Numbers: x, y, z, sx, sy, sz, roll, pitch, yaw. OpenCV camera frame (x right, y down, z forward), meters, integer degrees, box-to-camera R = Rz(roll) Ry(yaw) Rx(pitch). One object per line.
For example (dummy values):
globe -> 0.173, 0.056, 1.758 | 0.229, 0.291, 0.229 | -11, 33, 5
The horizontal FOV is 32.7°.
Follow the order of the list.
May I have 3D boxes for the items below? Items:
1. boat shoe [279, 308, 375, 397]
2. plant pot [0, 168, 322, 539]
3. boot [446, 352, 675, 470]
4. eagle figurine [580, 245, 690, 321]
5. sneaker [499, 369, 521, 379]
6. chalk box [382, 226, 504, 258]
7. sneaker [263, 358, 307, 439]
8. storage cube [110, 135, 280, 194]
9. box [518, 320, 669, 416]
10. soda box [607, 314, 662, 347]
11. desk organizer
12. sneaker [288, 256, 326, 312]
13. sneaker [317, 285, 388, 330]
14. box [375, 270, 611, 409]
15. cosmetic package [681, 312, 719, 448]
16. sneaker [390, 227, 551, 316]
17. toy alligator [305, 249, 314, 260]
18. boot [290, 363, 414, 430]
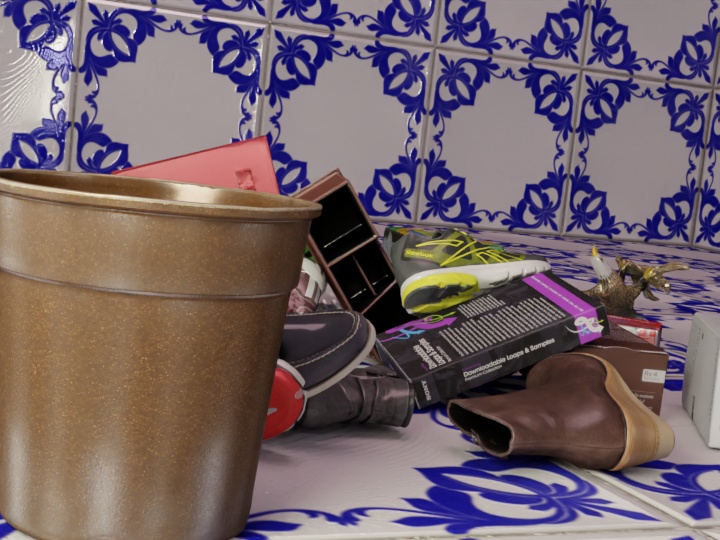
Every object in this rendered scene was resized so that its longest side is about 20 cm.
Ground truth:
boat shoe -> -0.088, 0.063, 0.946 | 0.198, 0.063, 0.073 | -15, 39, 11
plant pot -> -0.130, 0.049, 0.728 | 0.198, 0.200, 0.200 | 6, 7, -1
boot -> 0.145, 0.110, 1.022 | 0.165, 0.073, 0.200 | 6, 10, -24
eagle figurine -> 0.346, 0.041, 1.751 | 0.199, 0.151, 0.152 | -34, -14, -33
sneaker -> 0.146, 0.076, 1.324 | 0.077, 0.071, 0.200 | -3, 14, 11
chalk box -> 0.107, 0.019, 1.575 | 0.123, 0.126, 0.200 | 4, 8, -15
sneaker -> -0.139, 0.102, 0.894 | 0.198, 0.078, 0.085 | 0, 17, 7
storage cube -> -0.178, -0.050, 1.421 | 0.178, 0.173, 0.200 | -13, 4, -5
box -> 0.234, 0.095, 1.256 | 0.099, 0.076, 0.200 | 6, 5, -5
soda box -> 0.247, 0.081, 1.429 | 0.198, 0.064, 0.070 | 9, 8, 16
desk organizer -> 0.000, 0.000, 1.288 | 0.071, 0.201, 0.077 | -31, 15, -3
sneaker -> -0.134, 0.055, 1.269 | 0.199, 0.076, 0.116 | -17, 39, 19
sneaker -> -0.050, 0.052, 1.411 | 0.099, 0.079, 0.199 | -8, 5, -39
box -> 0.123, 0.063, 1.187 | 0.198, 0.036, 0.143 | -19, 17, -8
cosmetic package -> 0.359, 0.104, 1.176 | 0.073, 0.103, 0.200 | 7, 5, 9
sneaker -> 0.117, -0.010, 1.280 | 0.199, 0.085, 0.075 | -4, -32, -38
toy alligator -> -0.070, -0.017, 1.540 | 0.059, 0.200, 0.054 | -38, -9, -27
boot -> -0.044, 0.093, 1.065 | 0.131, 0.070, 0.200 | 4, 19, -28
